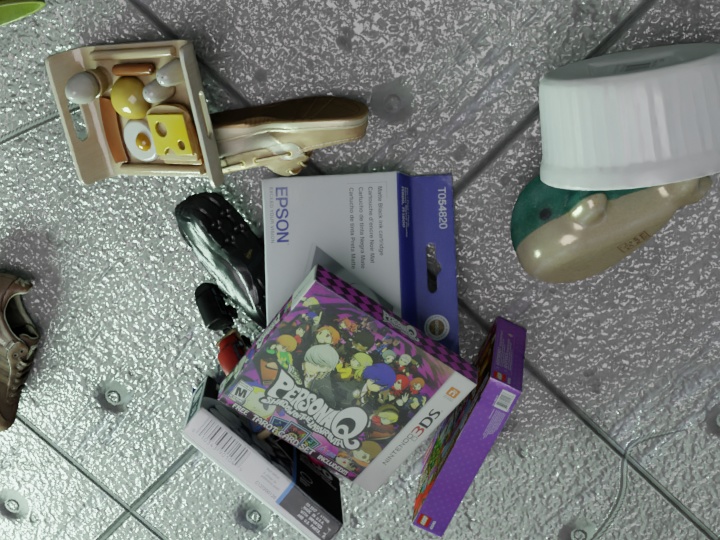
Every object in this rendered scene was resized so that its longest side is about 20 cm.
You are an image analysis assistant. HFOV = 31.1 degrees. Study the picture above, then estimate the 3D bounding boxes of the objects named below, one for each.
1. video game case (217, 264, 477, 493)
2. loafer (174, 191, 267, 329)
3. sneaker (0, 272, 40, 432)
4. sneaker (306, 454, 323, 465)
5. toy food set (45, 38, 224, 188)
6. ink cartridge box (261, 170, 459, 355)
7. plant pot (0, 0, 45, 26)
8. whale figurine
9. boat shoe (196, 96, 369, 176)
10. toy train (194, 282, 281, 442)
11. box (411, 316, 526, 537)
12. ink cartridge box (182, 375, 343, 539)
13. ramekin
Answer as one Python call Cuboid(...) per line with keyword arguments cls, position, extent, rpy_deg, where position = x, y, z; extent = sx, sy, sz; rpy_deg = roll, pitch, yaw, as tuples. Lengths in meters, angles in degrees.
Cuboid(cls="video game case", position=(-0.014, 0.113, 1.295), extent=(0.199, 0.036, 0.182), rpy_deg=(33, 118, -14))
Cuboid(cls="loafer", position=(-0.127, -0.002, 1.397), extent=(0.070, 0.068, 0.201), rpy_deg=(-2, 131, 54))
Cuboid(cls="sneaker", position=(-0.406, 0.099, 1.486), extent=(0.075, 0.071, 0.202), rpy_deg=(3, 115, 8))
Cuboid(cls="sneaker", position=(0.011, 0.139, 1.422), extent=(0.080, 0.075, 0.200), rpy_deg=(35, 115, -6))
Cuboid(cls="toy food set", position=(-0.230, -0.154, 1.314), extent=(0.199, 0.060, 0.145), rpy_deg=(5, 117, 37))
Cuboid(cls="ink cartridge box", position=(0.000, 0.000, 1.328), extent=(0.198, 0.041, 0.202), rpy_deg=(-3, 86, 5))
Cuboid(cls="plant pot", position=(-0.430, -0.326, 1.251), extent=(0.199, 0.200, 0.195), rpy_deg=(-14, 98, 16))
Cuboid(cls="whale figurine", position=(0.238, -0.068, 1.265), extent=(0.199, 0.159, 0.105), rpy_deg=(-29, 68, 20))
Cuboid(cls="boat shoe", position=(-0.080, -0.132, 1.325), extent=(0.198, 0.074, 0.070), rpy_deg=(-3, 116, 22))
Cuboid(cls="toy train", position=(-0.131, 0.095, 1.386), extent=(0.034, 0.046, 0.201), rpy_deg=(-37, 63, 17))
Cuboid(cls="box", position=(0.116, 0.166, 1.379), extent=(0.039, 0.137, 0.201), rpy_deg=(24, 115, -2))
Cuboid(cls="ink cartridge box", position=(-0.105, 0.199, 1.415), extent=(0.198, 0.200, 0.043), rpy_deg=(40, 93, -9))
Cuboid(cls="ramekin", position=(0.257, -0.145, 1.186), extent=(0.198, 0.201, 0.099), rpy_deg=(-7, 104, 14))
